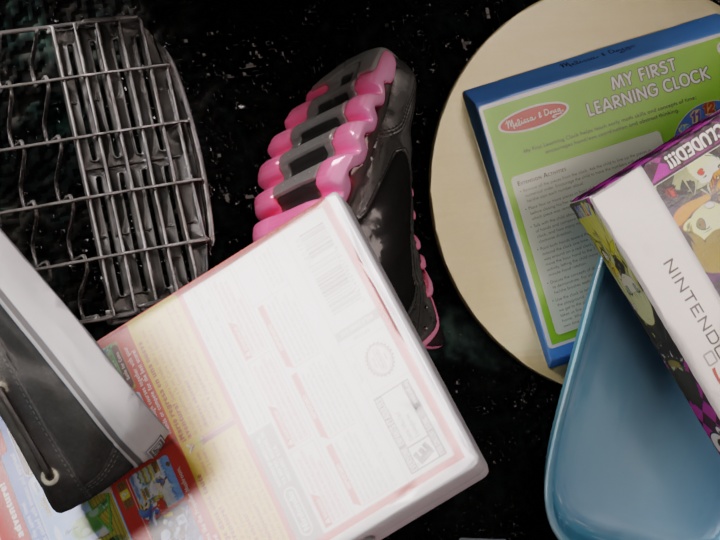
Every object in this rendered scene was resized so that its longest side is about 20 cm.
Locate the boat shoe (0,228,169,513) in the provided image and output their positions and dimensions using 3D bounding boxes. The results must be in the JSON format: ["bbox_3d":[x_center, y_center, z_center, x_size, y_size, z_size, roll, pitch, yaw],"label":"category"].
[{"bbox_3d":[-0.159,0.009,0.762,0.057,0.069,0.200,-40,88,-8],"label":"boat shoe"}]

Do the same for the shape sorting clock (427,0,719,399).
[{"bbox_3d":[0.129,-0.039,0.911,0.199,0.039,0.201,0,90,-12],"label":"shape sorting clock"}]

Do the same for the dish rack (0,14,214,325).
[{"bbox_3d":[-0.168,-0.033,0.833,0.199,0.055,0.154,-10,83,-17],"label":"dish rack"}]

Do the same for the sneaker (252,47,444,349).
[{"bbox_3d":[0.000,0.000,0.865,0.095,0.079,0.201,21,75,-29],"label":"sneaker"}]

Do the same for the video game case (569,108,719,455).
[{"bbox_3d":[0.223,-0.006,0.849,0.199,0.036,0.182,-31,93,-8],"label":"video game case"}]

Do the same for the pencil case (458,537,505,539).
[{"bbox_3d":[0.046,0.218,0.812,0.083,0.091,0.201,-1,73,27],"label":"pencil case"}]

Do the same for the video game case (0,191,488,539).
[{"bbox_3d":[-0.063,0.074,0.783,0.199,0.017,0.143,-31,60,6],"label":"video game case"}]

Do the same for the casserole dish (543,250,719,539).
[{"bbox_3d":[0.148,0.053,0.876,0.120,0.039,0.201,16,86,-12],"label":"casserole dish"}]
